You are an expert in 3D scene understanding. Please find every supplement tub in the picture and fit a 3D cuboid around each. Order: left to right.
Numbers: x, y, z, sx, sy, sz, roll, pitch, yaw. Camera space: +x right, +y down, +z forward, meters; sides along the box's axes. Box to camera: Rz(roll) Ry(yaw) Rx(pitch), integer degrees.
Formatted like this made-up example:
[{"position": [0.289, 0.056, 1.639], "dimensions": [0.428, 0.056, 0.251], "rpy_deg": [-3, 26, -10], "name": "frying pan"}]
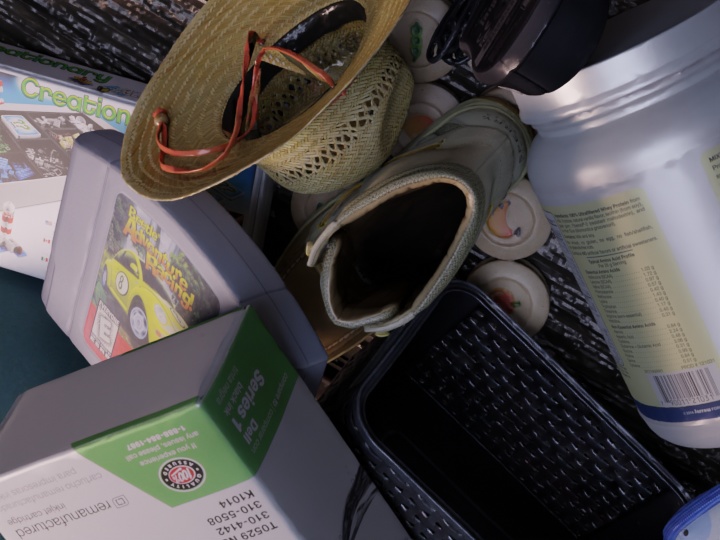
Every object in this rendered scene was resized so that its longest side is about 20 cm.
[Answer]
[{"position": [0.171, -0.029, 0.925], "dimensions": [0.145, 0.145, 0.200], "rpy_deg": [-22, 102, 21], "name": "supplement tub"}]

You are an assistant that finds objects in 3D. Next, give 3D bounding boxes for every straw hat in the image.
[{"position": [-0.023, -0.089, 0.955], "dimensions": [0.201, 0.201, 0.085], "rpy_deg": [-30, 124, 23], "name": "straw hat"}]

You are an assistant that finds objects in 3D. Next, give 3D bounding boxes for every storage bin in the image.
[{"position": [0.068, 0.123, 1.000], "dimensions": [0.200, 0.135, 0.094], "rpy_deg": [45, 135, -5], "name": "storage bin"}]

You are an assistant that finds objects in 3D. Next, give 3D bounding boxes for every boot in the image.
[{"position": [0.000, 0.000, 0.959], "dimensions": [0.072, 0.155, 0.200], "rpy_deg": [46, 113, -4], "name": "boot"}]

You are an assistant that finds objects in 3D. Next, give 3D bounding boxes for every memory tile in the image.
[{"position": [0.033, -0.056, 1.024], "dimensions": [0.153, 0.017, 0.200], "rpy_deg": [4, 110, 14], "name": "memory tile"}]

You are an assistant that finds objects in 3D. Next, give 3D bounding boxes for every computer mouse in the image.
[{"position": [0.097, -0.145, 0.881], "dimensions": [0.046, 0.200, 0.140], "rpy_deg": [30, 95, -12], "name": "computer mouse"}]

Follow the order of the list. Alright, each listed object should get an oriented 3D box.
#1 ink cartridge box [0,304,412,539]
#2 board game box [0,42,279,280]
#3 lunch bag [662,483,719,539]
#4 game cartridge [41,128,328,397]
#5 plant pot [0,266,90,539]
[{"position": [-0.069, 0.134, 0.910], "dimensions": [0.146, 0.084, 0.200], "rpy_deg": [-22, 115, 26], "name": "ink cartridge box"}, {"position": [-0.150, -0.049, 1.062], "dimensions": [0.200, 0.035, 0.126], "rpy_deg": [17, 117, 9], "name": "board game box"}, {"position": [0.260, 0.113, 0.943], "dimensions": [0.200, 0.160, 0.076], "rpy_deg": [-38, 57, 18], "name": "lunch bag"}, {"position": [-0.098, 0.021, 0.977], "dimensions": [0.200, 0.041, 0.133], "rpy_deg": [44, 130, 31], "name": "game cartridge"}, {"position": [-0.232, 0.108, 1.091], "dimensions": [0.200, 0.135, 0.200], "rpy_deg": [5, 110, 13], "name": "plant pot"}]
